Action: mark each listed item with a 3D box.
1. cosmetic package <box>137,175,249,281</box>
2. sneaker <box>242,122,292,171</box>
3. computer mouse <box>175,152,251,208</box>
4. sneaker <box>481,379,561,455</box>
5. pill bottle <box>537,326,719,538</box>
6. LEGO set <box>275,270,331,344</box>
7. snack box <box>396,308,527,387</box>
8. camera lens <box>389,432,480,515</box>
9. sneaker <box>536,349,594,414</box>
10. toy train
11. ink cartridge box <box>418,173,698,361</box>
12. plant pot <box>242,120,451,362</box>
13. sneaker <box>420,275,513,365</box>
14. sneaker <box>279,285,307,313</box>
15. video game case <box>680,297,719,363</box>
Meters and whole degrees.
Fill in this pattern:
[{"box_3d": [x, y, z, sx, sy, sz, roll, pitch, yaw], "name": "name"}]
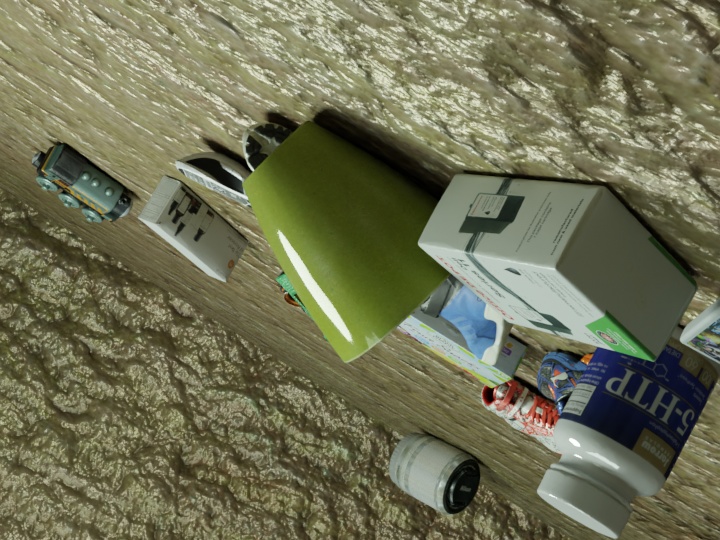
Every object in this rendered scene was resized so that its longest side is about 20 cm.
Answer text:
[{"box_3d": [-0.270, -0.065, 1.921, 0.050, 0.083, 0.200, 22, 166, 40], "name": "cosmetic package"}, {"box_3d": [-0.045, -0.093, 1.279, 0.200, 0.077, 0.085, 41, 178, -13], "name": "sneaker"}, {"box_3d": [-0.143, -0.109, 1.511, 0.199, 0.044, 0.110, 26, 173, -1], "name": "computer mouse"}, {"box_3d": [0.262, 0.215, 1.751, 0.108, 0.068, 0.201, 35, 171, -30], "name": "sneaker"}, {"box_3d": [0.260, 0.153, 1.153, 0.119, 0.201, 0.120, 29, 169, 6], "name": "pill bottle"}, {"box_3d": [0.000, 0.000, 1.401, 0.154, 0.116, 0.200, 43, 153, -2], "name": "LEGO set"}, {"box_3d": [0.120, 0.083, 1.597, 0.199, 0.053, 0.142, 31, 167, 2], "name": "snack box"}, {"box_3d": [0.192, 0.514, 2.966, 0.199, 0.161, 0.160, 22, 165, 41], "name": "camera lens"}, {"box_3d": [0.261, 0.147, 1.438, 0.075, 0.079, 0.200, 33, 168, -6], "name": "sneaker"}, {"box_3d": [-0.518, -0.160, 2.188, 0.200, 0.086, 0.114, 37, 158, -27], "name": "toy train"}, {"box_3d": [0.166, -0.007, 1.018, 0.146, 0.083, 0.200, 38, 168, -29], "name": "ink cartridge box"}, {"box_3d": [-0.017, -0.045, 1.170, 0.200, 0.187, 0.187, 46, 167, -4], "name": "plant pot"}, {"box_3d": [0.121, 0.039, 1.341, 0.111, 0.077, 0.200, 22, 163, 13], "name": "sneaker"}, {"box_3d": [-0.085, -0.011, 1.585, 0.078, 0.113, 0.199, 40, 166, -37], "name": "sneaker"}, {"box_3d": [0.376, 0.078, 0.987, 0.181, 0.023, 0.200, 29, 169, 9], "name": "video game case"}]
